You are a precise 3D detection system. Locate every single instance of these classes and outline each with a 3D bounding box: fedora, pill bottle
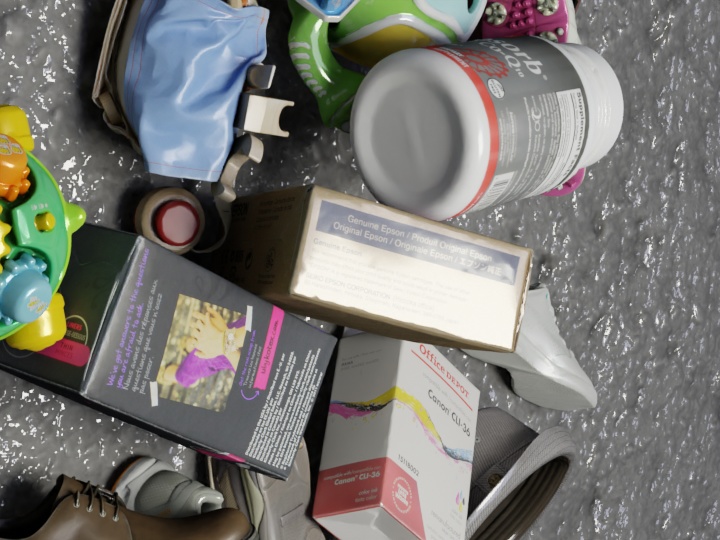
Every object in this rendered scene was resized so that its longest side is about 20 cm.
[{"bbox_3d":[0.088,0.190,1.296,0.200,0.090,0.177,-48,157,-8],"label":"fedora"},{"bbox_3d":[0.094,-0.105,1.098,0.199,0.115,0.117,-16,109,-49],"label":"pill bottle"}]

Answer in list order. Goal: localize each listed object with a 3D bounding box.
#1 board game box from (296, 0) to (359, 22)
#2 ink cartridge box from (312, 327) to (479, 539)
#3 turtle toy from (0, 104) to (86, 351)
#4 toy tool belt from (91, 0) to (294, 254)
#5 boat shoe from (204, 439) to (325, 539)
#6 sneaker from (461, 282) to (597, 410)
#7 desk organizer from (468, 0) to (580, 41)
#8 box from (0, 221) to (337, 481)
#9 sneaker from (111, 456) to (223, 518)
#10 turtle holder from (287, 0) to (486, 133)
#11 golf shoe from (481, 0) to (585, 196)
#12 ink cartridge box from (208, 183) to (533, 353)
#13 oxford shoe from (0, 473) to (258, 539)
[{"bbox_3d":[-0.039,-0.284,1.036,0.200,0.199,0.026,-49,173,-32],"label":"board game box"},{"bbox_3d":[0.033,0.123,1.210,0.116,0.067,0.202,44,42,-40],"label":"ink cartridge box"},{"bbox_3d":[-0.251,-0.013,0.872,0.198,0.101,0.148,-12,94,-14],"label":"turtle toy"},{"bbox_3d":[-0.108,-0.106,1.012,0.123,0.123,0.203,4,94,-22],"label":"toy tool belt"},{"bbox_3d":[-0.072,0.202,1.155,0.074,0.073,0.203,-14,101,-52],"label":"boat shoe"},{"bbox_3d":[0.158,0.058,1.394,0.200,0.075,0.089,39,56,-43],"label":"sneaker"},{"bbox_3d":[0.105,-0.161,1.285,0.072,0.076,0.202,37,69,-44],"label":"desk organizer"},{"bbox_3d":[-0.130,0.052,1.024,0.199,0.121,0.107,31,76,-46],"label":"box"},{"bbox_3d":[-0.113,0.231,1.097,0.076,0.091,0.202,-38,124,-38],"label":"sneaker"},{"bbox_3d":[0.021,-0.202,1.116,0.131,0.140,0.187,39,37,-27],"label":"turtle holder"},{"bbox_3d":[0.146,-0.164,1.231,0.091,0.074,0.202,-42,129,-54],"label":"golf shoe"},{"bbox_3d":[0.000,0.000,1.068,0.163,0.200,0.076,14,85,-21],"label":"ink cartridge box"},{"bbox_3d":[-0.163,0.171,0.994,0.197,0.073,0.086,-8,98,-14],"label":"oxford shoe"}]
